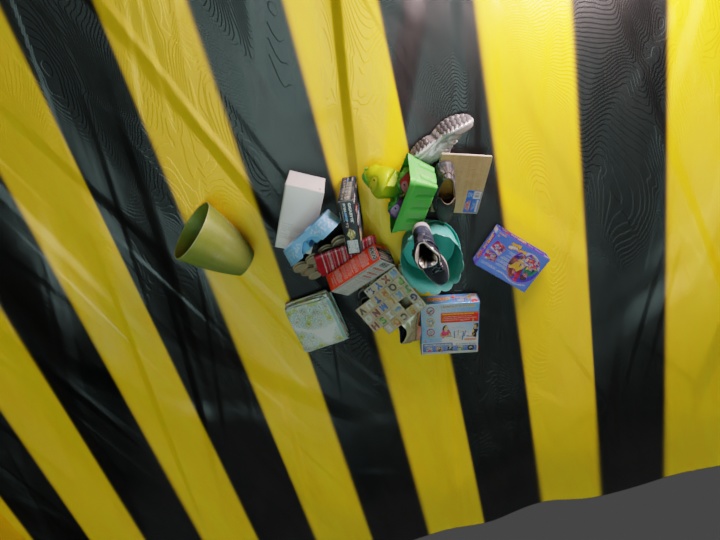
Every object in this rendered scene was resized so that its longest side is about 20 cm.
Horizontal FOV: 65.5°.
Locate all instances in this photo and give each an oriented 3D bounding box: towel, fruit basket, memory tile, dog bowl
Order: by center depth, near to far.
[{"bbox_3d":[-0.140,-0.096,1.578,0.199,0.112,0.050,-40,100,17],"label":"dog bowl"},{"bbox_3d":[0.100,-0.229,1.601,0.210,0.158,0.218,0,136,0],"label":"fruit basket"},{"bbox_3d":[-0.044,-0.046,1.712,0.196,0.023,0.145,-20,158,-3],"label":"towel"},{"bbox_3d":[-0.105,-0.039,1.733,0.198,0.017,0.153,-31,158,15],"label":"memory tile"},{"bbox_3d":[-0.146,0.170,1.880,0.168,0.048,0.203,-17,116,13],"label":"towel"}]

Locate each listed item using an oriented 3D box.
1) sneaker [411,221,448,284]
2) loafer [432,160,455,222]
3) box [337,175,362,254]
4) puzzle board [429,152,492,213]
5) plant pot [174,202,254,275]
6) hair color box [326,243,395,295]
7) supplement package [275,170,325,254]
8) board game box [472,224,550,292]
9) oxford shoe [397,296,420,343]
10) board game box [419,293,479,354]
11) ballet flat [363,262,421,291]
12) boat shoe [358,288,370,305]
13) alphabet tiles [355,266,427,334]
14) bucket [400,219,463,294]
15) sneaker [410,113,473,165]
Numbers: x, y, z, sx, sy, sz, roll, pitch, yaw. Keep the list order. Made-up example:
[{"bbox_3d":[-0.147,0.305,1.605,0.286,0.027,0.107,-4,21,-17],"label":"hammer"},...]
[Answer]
[{"bbox_3d":[0.200,-0.017,1.568,0.076,0.147,0.205,-23,116,12],"label":"sneaker"},{"bbox_3d":[0.242,-0.212,1.615,0.071,0.073,0.203,-7,133,5],"label":"loafer"},{"bbox_3d":[-0.026,-0.162,1.617,0.045,0.201,0.162,-7,117,6],"label":"box"},{"bbox_3d":[0.291,-0.254,1.641,0.147,0.018,0.203,2,134,-5],"label":"puzzle board"},{"bbox_3d":[-0.428,-0.073,1.699,0.198,0.189,0.187,32,115,-31],"label":"plant pot"},{"bbox_3d":[0.000,0.000,1.741,0.198,0.062,0.101,-32,155,24],"label":"hair color box"},{"bbox_3d":[-0.178,-0.172,1.660,0.114,0.118,0.204,12,118,-6],"label":"supplement package"},{"bbox_3d":[0.473,-0.036,1.761,0.197,0.045,0.136,28,114,-13],"label":"board game box"},{"bbox_3d":[0.151,0.145,1.824,0.073,0.070,0.205,-17,106,-28],"label":"oxford shoe"},{"bbox_3d":[0.295,0.180,1.870,0.195,0.056,0.200,-3,117,2],"label":"board game box"},{"bbox_3d":[0.099,0.017,1.789,0.195,0.068,0.077,-9,102,8],"label":"ballet flat"},{"bbox_3d":[0.070,0.135,1.850,0.199,0.057,0.069,37,112,-17],"label":"boat shoe"},{"bbox_3d":[0.087,0.107,1.785,0.199,0.008,0.168,-38,102,20],"label":"alphabet tiles"},{"bbox_3d":[0.214,-0.048,1.708,0.202,0.136,0.212,0,119,1],"label":"bucket"},{"bbox_3d":[0.239,-0.366,1.590,0.198,0.076,0.082,-32,129,22],"label":"sneaker"}]
